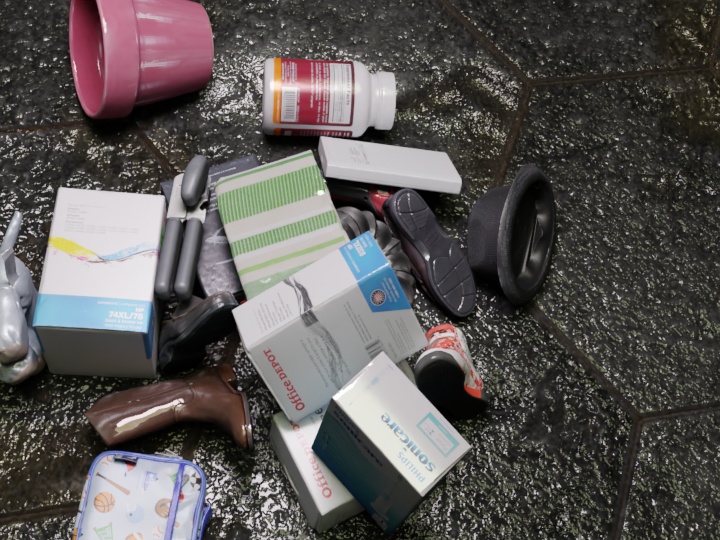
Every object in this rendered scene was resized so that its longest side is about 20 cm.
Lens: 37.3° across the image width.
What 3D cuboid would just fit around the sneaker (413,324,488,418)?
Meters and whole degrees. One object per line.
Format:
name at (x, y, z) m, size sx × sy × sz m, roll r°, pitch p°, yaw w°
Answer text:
sneaker at (0.104, 0.115, 1.394) m, size 0.066 × 0.201 × 0.109 m, roll -28°, pitch 58°, yaw 12°

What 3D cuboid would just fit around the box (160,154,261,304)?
box at (-0.178, -0.036, 1.479) m, size 0.146 × 0.105 × 0.202 m, roll -18°, pitch 66°, yaw -17°

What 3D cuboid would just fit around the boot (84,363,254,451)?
boot at (-0.240, 0.193, 1.338) m, size 0.196 × 0.065 × 0.186 m, roll -12°, pitch 23°, yaw -17°

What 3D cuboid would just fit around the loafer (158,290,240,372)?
loafer at (-0.215, 0.065, 1.364) m, size 0.072 × 0.199 × 0.074 m, roll -5°, pitch 68°, yaw -37°

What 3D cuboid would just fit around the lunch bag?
lunch bag at (-0.265, 0.318, 1.296) m, size 0.157 × 0.076 × 0.203 m, roll 10°, pitch 62°, yaw -4°

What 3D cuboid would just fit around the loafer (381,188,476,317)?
loafer at (0.096, -0.023, 1.518) m, size 0.071 × 0.063 × 0.202 m, roll -35°, pitch 100°, yaw -27°

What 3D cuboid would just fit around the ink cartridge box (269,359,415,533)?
ink cartridge box at (-0.001, 0.222, 1.375) m, size 0.197 × 0.085 × 0.146 m, roll -24°, pitch 68°, yaw -18°

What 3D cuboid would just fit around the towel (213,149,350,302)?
towel at (-0.099, -0.056, 1.372) m, size 0.150 × 0.024 × 0.202 m, roll -17°, pitch 60°, yaw -10°

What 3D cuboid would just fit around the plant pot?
plant pot at (-0.321, -0.331, 1.581) m, size 0.176 × 0.201 × 0.203 m, roll -7°, pitch 61°, yaw -28°

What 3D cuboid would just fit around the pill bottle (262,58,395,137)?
pill bottle at (-0.049, -0.259, 1.612) m, size 0.196 × 0.114 × 0.115 m, roll 1°, pitch 61°, yaw -8°

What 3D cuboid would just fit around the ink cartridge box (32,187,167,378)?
ink cartridge box at (-0.334, 0.018, 1.405) m, size 0.143 × 0.147 × 0.204 m, roll 4°, pitch 62°, yaw -5°

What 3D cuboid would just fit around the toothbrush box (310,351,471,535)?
toothbrush box at (0.029, 0.204, 1.228) m, size 0.085 × 0.201 × 0.146 m, roll -39°, pitch 76°, yaw -23°

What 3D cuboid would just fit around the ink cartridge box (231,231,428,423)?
ink cartridge box at (-0.037, 0.071, 1.307) m, size 0.198 × 0.146 × 0.084 m, roll -30°, pitch 39°, yaw -2°

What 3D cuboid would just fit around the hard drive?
hard drive at (0.040, -0.156, 1.567) m, size 0.196 × 0.027 × 0.132 m, roll 7°, pitch 24°, yaw -10°

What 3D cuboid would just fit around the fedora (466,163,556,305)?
fedora at (0.209, -0.052, 1.533) m, size 0.090 × 0.202 × 0.203 m, roll 4°, pitch 54°, yaw 34°

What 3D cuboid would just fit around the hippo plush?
hippo plush at (-0.494, 0.060, 1.348) m, size 0.157 × 0.203 × 0.161 m, roll -6°, pitch 40°, yaw -2°

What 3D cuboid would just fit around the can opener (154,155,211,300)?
can opener at (-0.232, -0.056, 1.379) m, size 0.051 × 0.067 × 0.203 m, roll 0°, pitch 59°, yaw 6°

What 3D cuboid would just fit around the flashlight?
flashlight at (-0.019, -0.114, 1.568) m, size 0.196 × 0.068 × 0.069 m, roll 10°, pitch 102°, yaw 3°

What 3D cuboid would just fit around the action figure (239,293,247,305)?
action figure at (-0.129, -0.041, 1.403) m, size 0.064 × 0.052 × 0.203 m, roll 0°, pitch 59°, yaw -6°

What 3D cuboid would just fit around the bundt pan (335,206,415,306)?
bundt pan at (0.000, 0.000, 1.439) m, size 0.200 × 0.075 × 0.205 m, roll 30°, pitch 43°, yaw -33°
